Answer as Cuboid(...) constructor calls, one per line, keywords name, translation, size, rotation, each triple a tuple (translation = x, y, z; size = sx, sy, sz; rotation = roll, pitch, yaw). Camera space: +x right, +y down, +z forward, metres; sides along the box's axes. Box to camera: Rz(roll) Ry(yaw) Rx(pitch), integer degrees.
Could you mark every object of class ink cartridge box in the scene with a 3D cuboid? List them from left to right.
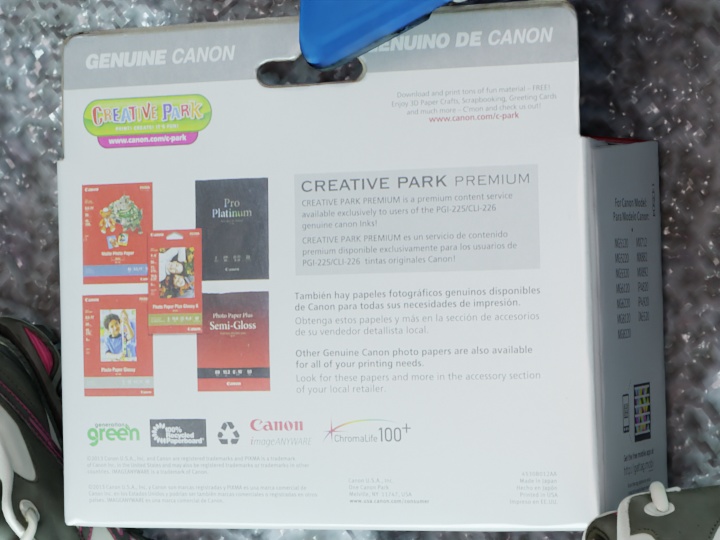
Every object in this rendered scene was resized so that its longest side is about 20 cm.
Cuboid(name="ink cartridge box", translation=(0.000, 0.000, 1.014), size=(0.200, 0.084, 0.176), rotation=(-1, 91, 22))

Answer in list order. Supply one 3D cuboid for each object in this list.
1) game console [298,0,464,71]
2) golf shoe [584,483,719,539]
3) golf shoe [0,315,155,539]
Cuboid(name="game console", translation=(0.075, -0.167, 0.964), size=(0.170, 0.118, 0.200), rotation=(6, 66, -8))
Cuboid(name="golf shoe", translation=(0.123, 0.091, 0.914), size=(0.088, 0.200, 0.077), rotation=(47, 153, 7))
Cuboid(name="golf shoe", translation=(-0.116, 0.112, 1.069), size=(0.077, 0.088, 0.200), rotation=(-36, 81, 19))
